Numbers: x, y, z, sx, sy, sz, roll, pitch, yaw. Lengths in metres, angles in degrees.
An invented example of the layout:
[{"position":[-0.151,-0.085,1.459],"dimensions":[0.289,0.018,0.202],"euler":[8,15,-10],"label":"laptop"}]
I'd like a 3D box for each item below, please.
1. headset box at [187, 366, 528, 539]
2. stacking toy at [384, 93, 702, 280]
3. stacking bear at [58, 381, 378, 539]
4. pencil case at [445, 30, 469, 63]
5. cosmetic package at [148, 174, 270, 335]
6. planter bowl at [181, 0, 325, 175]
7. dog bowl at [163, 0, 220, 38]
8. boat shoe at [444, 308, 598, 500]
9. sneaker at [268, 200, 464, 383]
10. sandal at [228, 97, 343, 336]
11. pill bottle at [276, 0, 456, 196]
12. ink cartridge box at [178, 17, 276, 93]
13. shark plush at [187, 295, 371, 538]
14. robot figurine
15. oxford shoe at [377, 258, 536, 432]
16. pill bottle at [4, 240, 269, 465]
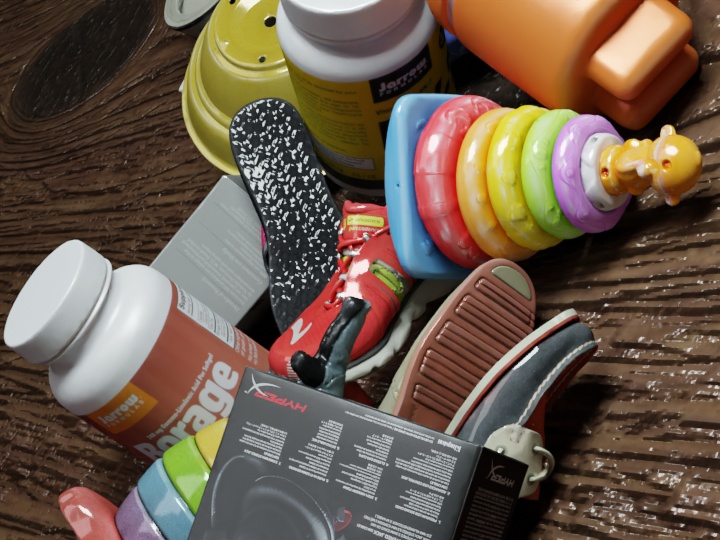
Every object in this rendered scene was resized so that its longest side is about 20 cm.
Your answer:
[{"position":[-0.018,0.170,0.928],"dimensions":[0.148,0.075,0.202],"euler":[15,84,28],"label":"headset box"},{"position":[0.120,-0.058,1.064],"dimensions":[0.199,0.109,0.117],"euler":[-5,88,43],"label":"stacking toy"},{"position":[-0.075,0.138,1.136],"dimensions":[0.200,0.114,0.122],"euler":[-40,36,1],"label":"stacking bear"},{"position":[0.085,-0.196,1.306],"dimensions":[0.087,0.079,0.199],"euler":[-35,11,-38],"label":"pencil case"},{"position":[-0.124,0.027,1.337],"dimensions":[0.201,0.090,0.107],"euler":[-52,-5,10],"label":"cosmetic package"},{"position":[-0.061,-0.176,1.407],"dimensions":[0.198,0.084,0.202],"euler":[-7,61,13],"label":"planter bowl"},{"position":[-0.103,-0.300,1.753],"dimensions":[0.200,0.074,0.201],"euler":[-39,30,28],"label":"dog bowl"},{"position":[0.070,0.112,0.982],"dimensions":[0.062,0.071,0.200],"euler":[39,90,22],"label":"boat shoe"},{"position":[0.000,0.000,1.129],"dimensions":[0.076,0.085,0.200],"euler":[5,37,38],"label":"sneaker"},{"position":[-0.040,-0.024,1.255],"dimensions":[0.074,0.202,0.045],"euler":[-16,-12,-6],"label":"sandal"},{"position":[0.004,-0.151,1.229],"dimensions":[0.113,0.201,0.115],"euler":[-5,58,8],"label":"pill bottle"},{"position":[-0.055,-0.222,1.565],"dimensions":[0.146,0.084,0.201],"euler":[-5,54,56],"label":"ink cartridge box"},{"position":[-0.040,0.110,1.061],"dimensions":[0.090,0.083,0.202],"euler":[10,98,31],"label":"shark plush"},{"position":[0.120,-0.172,1.126],"dimensions":[0.200,0.143,0.117],"euler":[41,121,27],"label":"robot figurine"},{"position":[0.036,0.080,1.066],"dimensions":[0.201,0.071,0.074],"euler":[-59,21,-13],"label":"oxford shoe"},{"position":[-0.139,0.069,1.218],"dimensions":[0.112,0.199,0.113],"euler":[-39,29,27],"label":"pill bottle"}]
